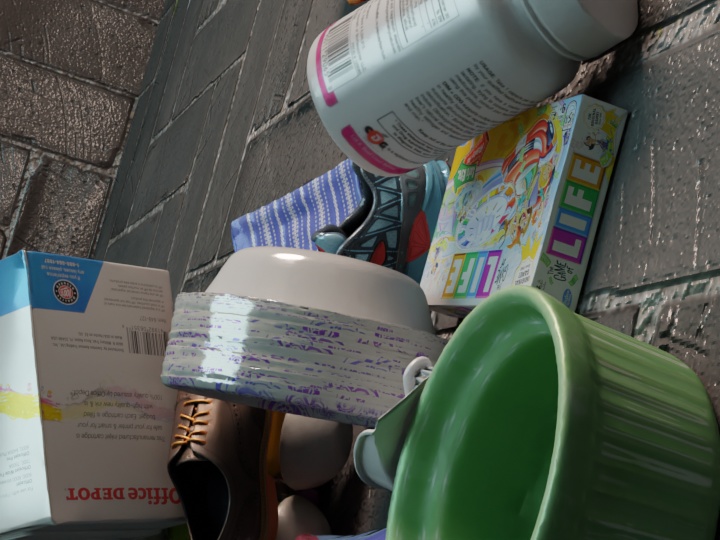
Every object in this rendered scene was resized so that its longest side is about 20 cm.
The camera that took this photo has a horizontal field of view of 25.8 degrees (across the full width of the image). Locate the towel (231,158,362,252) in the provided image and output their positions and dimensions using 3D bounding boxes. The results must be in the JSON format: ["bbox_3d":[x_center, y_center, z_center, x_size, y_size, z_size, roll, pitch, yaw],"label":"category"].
[{"bbox_3d":[-0.054,-0.005,1.400,0.200,0.024,0.146,-24,66,50],"label":"towel"}]

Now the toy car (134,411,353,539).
[{"bbox_3d":[-0.089,0.166,1.276,0.150,0.174,0.201,11,-91,-70],"label":"toy car"}]

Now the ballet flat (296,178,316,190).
[{"bbox_3d":[-0.069,0.008,1.490,0.201,0.073,0.073,-64,19,19],"label":"ballet flat"}]

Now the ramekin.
[{"bbox_3d":[0.095,0.116,0.797,0.200,0.097,0.201,-163,90,-73],"label":"ramekin"}]

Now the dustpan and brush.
[{"bbox_3d":[0.049,0.109,0.970,0.057,0.139,0.201,29,146,36],"label":"dustpan and brush"}]

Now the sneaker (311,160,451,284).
[{"bbox_3d":[0.000,0.000,1.223,0.079,0.095,0.201,-166,93,-74],"label":"sneaker"}]

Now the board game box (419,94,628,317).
[{"bbox_3d":[0.101,-0.036,1.043,0.200,0.034,0.135,175,111,-72],"label":"board game box"}]

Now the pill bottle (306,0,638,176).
[{"bbox_3d":[0.072,-0.149,1.023,0.200,0.113,0.114,-26,44,35],"label":"pill bottle"}]

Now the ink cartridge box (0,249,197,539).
[{"bbox_3d":[-0.232,0.106,1.191,0.144,0.147,0.201,-19,72,36],"label":"ink cartridge box"}]

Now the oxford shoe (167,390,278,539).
[{"bbox_3d":[-0.107,0.116,1.165,0.071,0.073,0.201,-16,78,25],"label":"oxford shoe"}]

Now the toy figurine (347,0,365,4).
[{"bbox_3d":[0.017,-0.279,1.297,0.150,0.183,0.201,-103,34,-60],"label":"toy figurine"}]

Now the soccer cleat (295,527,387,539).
[{"bbox_3d":[-0.013,0.209,1.089,0.200,0.076,0.067,147,138,-66],"label":"soccer cleat"}]

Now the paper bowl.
[{"bbox_3d":[-0.030,0.047,1.079,0.201,0.200,0.105,164,117,-70],"label":"paper bowl"}]
